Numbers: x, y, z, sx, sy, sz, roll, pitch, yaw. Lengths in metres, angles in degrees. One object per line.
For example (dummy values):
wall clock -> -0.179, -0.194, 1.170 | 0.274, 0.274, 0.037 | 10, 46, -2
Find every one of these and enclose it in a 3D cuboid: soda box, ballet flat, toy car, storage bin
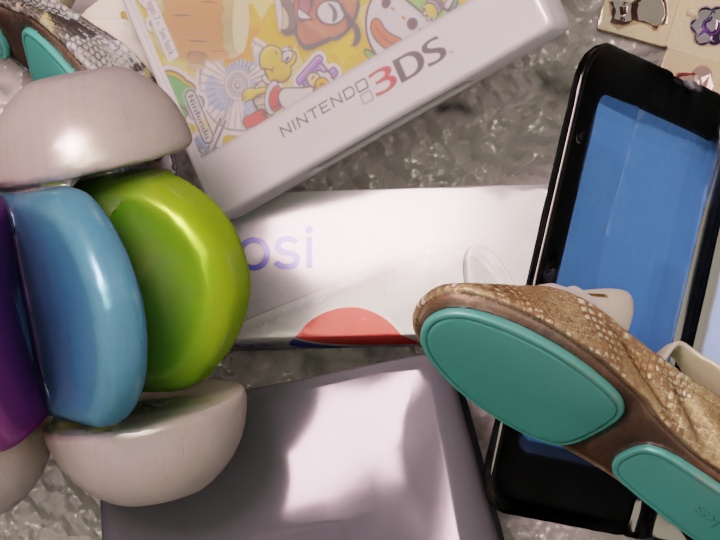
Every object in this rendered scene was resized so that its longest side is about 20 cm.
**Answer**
soda box -> 0.000, 0.000, 1.128 | 0.200, 0.063, 0.068 | -1, 84, 6
ballet flat -> -0.136, -0.111, 1.137 | 0.200, 0.072, 0.072 | 38, 89, 26
toy car -> -0.147, 0.018, 1.003 | 0.200, 0.150, 0.175 | -7, 98, 19
storage bin -> -0.026, 0.118, 1.089 | 0.200, 0.146, 0.134 | -12, 72, 5
ballet flat -> 0.106, 0.048, 1.024 | 0.200, 0.071, 0.065 | 36, 52, -22

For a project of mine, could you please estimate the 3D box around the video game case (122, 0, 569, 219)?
video game case -> -0.028, -0.149, 1.070 | 0.182, 0.023, 0.200 | -28, 79, 28

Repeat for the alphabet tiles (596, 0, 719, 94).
alphabet tiles -> 0.216, -0.130, 1.148 | 0.200, 0.006, 0.167 | 16, 87, 8

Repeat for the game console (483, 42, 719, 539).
game console -> 0.160, 0.023, 1.079 | 0.176, 0.116, 0.200 | 13, 88, 8
